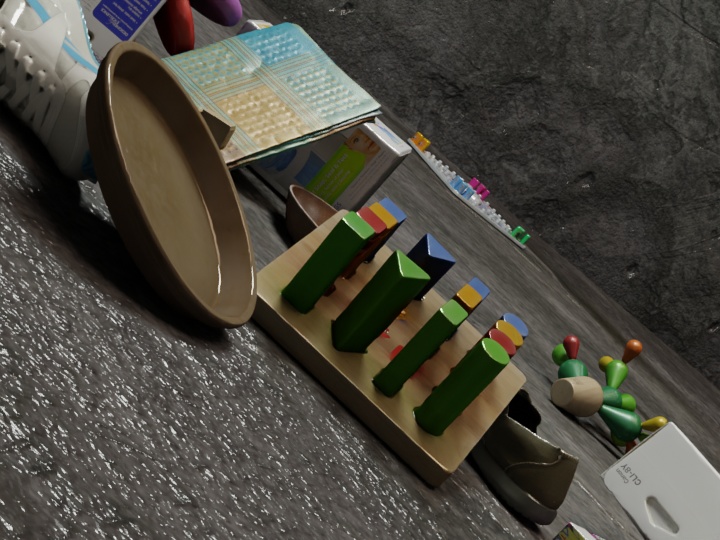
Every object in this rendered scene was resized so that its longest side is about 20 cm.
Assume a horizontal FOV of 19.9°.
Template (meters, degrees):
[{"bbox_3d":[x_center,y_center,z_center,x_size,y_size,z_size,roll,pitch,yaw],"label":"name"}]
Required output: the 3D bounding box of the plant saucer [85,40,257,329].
[{"bbox_3d":[-0.124,-0.052,1.331,0.200,0.029,0.200,-21,90,-75],"label":"plant saucer"}]

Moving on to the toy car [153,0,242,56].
[{"bbox_3d":[-0.178,-0.281,1.931,0.150,0.200,0.175,51,-12,-8],"label":"toy car"}]

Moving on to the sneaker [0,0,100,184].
[{"bbox_3d":[-0.220,-0.128,1.403,0.081,0.077,0.200,8,32,-33],"label":"sneaker"}]

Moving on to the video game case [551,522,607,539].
[{"bbox_3d":[0.245,0.282,1.569,0.181,0.036,0.200,48,10,35],"label":"video game case"}]

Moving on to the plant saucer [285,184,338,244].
[{"bbox_3d":[0.000,0.000,1.876,0.200,0.034,0.200,42,8,-7],"label":"plant saucer"}]

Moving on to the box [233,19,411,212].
[{"bbox_3d":[-0.063,-0.143,2.031,0.200,0.113,0.101,43,10,2],"label":"box"}]

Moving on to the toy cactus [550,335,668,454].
[{"bbox_3d":[0.275,0.142,2.297,0.165,0.102,0.200,14,37,-53],"label":"toy cactus"}]

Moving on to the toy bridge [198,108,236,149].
[{"bbox_3d":[-0.166,-0.127,1.730,0.067,0.027,0.200,33,11,10],"label":"toy bridge"}]

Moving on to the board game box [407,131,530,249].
[{"bbox_3d":[0.186,-0.138,3.487,0.200,0.026,0.200,36,10,-38],"label":"board game box"}]

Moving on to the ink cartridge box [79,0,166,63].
[{"bbox_3d":[-0.204,-0.274,1.813,0.095,0.200,0.037,41,-15,-12],"label":"ink cartridge box"}]

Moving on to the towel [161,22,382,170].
[{"bbox_3d":[-0.098,-0.162,1.895,0.200,0.022,0.147,-23,58,-37],"label":"towel"}]

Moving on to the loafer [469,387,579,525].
[{"bbox_3d":[0.112,0.120,1.655,0.075,0.070,0.200,32,13,-52],"label":"loafer"}]

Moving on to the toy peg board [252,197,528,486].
[{"bbox_3d":[0.043,0.026,1.516,0.200,0.098,0.199,43,27,4],"label":"toy peg board"}]

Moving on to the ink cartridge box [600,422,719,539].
[{"bbox_3d":[0.308,0.242,1.785,0.145,0.083,0.200,51,0,40],"label":"ink cartridge box"}]
